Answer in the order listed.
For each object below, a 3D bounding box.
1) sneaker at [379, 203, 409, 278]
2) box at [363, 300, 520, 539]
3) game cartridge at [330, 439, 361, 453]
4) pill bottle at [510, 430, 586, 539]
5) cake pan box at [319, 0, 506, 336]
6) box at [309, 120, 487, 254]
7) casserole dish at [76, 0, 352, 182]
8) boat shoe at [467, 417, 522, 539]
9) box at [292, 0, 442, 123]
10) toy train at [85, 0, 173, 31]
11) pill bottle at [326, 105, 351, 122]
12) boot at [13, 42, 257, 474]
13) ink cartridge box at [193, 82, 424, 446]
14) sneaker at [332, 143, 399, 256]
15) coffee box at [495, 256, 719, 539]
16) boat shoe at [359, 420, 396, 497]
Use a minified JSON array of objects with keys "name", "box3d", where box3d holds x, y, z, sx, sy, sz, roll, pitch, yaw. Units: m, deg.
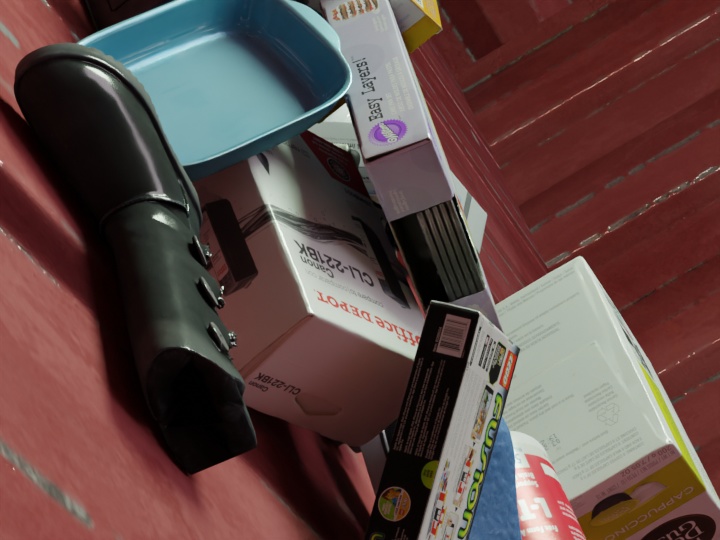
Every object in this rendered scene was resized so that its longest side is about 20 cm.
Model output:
[{"name":"sneaker","box3d":[-0.010,0.004,1.689,0.071,0.098,0.200,47,-13,-4]},{"name":"box","box3d":[0.045,0.129,1.302,0.110,0.034,0.202,40,65,-68]},{"name":"game cartridge","box3d":[-0.050,0.023,1.515,0.133,0.040,0.201,46,16,-44]},{"name":"pill bottle","box3d":[0.119,0.227,1.556,0.112,0.112,0.201,49,14,-52]},{"name":"cake pan box","box3d":[0.034,-0.066,1.413,0.201,0.052,0.185,-104,171,-51]},{"name":"box","box3d":[0.001,-0.068,1.725,0.200,0.155,0.042,46,53,-62]},{"name":"casserole dish","box3d":[-0.097,-0.112,1.318,0.121,0.199,0.039,45,-39,21]},{"name":"boat shoe","box3d":[0.068,0.190,1.391,0.084,0.068,0.202,15,74,-32]},{"name":"box","box3d":[-0.052,-0.199,1.447,0.200,0.119,0.042,40,27,-31]},{"name":"toy train","box3d":[-0.121,-0.139,1.486,0.114,0.086,0.201,28,35,-57]},{"name":"pill bottle","box3d":[-0.072,-0.184,1.778,0.201,0.115,0.116,57,9,-26]},{"name":"boot","box3d":[-0.122,-0.009,1.144,0.165,0.065,0.201,51,18,-40]},{"name":"ink cartridge box","box3d":[-0.045,-0.003,1.363,0.144,0.084,0.201,25,33,-47]},{"name":"sneaker","box3d":[0.000,0.000,1.507,0.201,0.080,0.074,63,8,7]},{"name":"coffee box","box3d":[0.167,0.155,1.773,0.198,0.199,0.201,49,13,-51]},{"name":"boat shoe","box3d":[0.059,0.178,1.461,0.074,0.068,0.201,-33,104,-79]}]
